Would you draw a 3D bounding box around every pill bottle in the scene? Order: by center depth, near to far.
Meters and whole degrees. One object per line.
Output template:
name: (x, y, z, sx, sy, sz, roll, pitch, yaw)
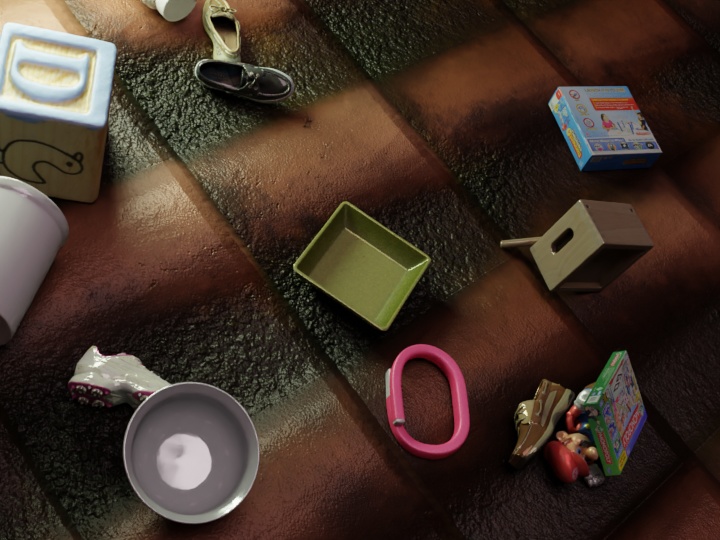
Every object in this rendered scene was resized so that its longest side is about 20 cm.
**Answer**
pill bottle: (-0.417, -0.604, 1.948, 0.111, 0.113, 0.201, -28, 70, -33)

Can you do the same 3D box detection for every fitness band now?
fitness band: (0.115, 0.220, 1.634, 0.141, 0.038, 0.203, 8, 56, -16)

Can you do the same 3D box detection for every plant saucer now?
plant saucer: (0.000, 0.000, 1.733, 0.198, 0.048, 0.201, 33, 51, 3)

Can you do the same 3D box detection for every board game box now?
board game box: (0.444, 0.244, 1.669, 0.200, 0.029, 0.136, -38, 111, -54)
board game box: (0.548, -0.321, 2.159, 0.197, 0.056, 0.198, -4, 59, -23)

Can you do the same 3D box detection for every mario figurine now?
mario figurine: (0.397, 0.287, 1.654, 0.123, 0.106, 0.200, 38, 51, 5)

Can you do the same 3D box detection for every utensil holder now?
utensil holder: (-0.559, -0.013, 1.453, 0.167, 0.171, 0.202, 21, 53, -6)

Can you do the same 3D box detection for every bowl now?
bowl: (-0.253, 0.272, 1.410, 0.198, 0.090, 0.205, 8, 68, -20)

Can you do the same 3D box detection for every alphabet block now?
alphabet block: (-0.520, -0.261, 1.618, 0.192, 0.201, 0.199, 9, 54, -14)

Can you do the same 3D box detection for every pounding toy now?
pounding toy: (0.414, -0.049, 1.858, 0.182, 0.200, 0.144, 1, 55, -37)

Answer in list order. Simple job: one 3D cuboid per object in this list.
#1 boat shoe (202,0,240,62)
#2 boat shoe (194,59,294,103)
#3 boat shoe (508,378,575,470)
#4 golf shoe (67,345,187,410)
boat shoe: (-0.274, -0.491, 1.956, 0.072, 0.063, 0.202, -5, 59, -23)
boat shoe: (-0.227, -0.371, 1.881, 0.196, 0.057, 0.070, 9, 95, -9)
boat shoe: (0.299, 0.261, 1.659, 0.073, 0.076, 0.200, 35, 44, 12)
golf shoe: (-0.341, 0.169, 1.472, 0.197, 0.076, 0.093, 15, 49, -12)
